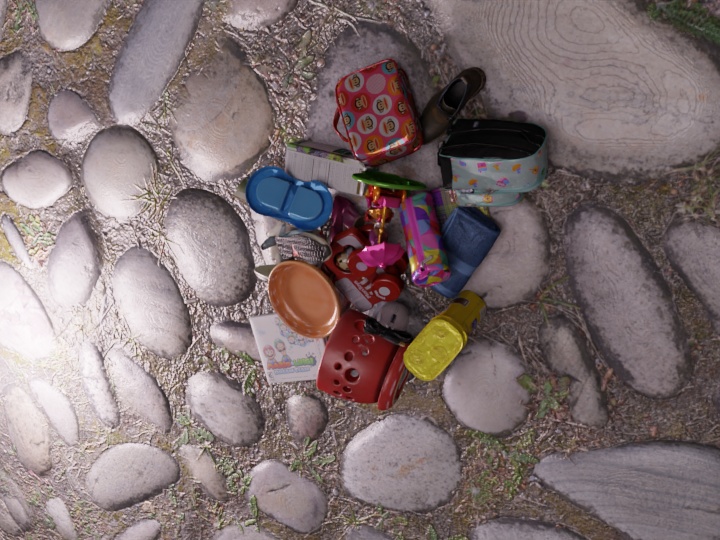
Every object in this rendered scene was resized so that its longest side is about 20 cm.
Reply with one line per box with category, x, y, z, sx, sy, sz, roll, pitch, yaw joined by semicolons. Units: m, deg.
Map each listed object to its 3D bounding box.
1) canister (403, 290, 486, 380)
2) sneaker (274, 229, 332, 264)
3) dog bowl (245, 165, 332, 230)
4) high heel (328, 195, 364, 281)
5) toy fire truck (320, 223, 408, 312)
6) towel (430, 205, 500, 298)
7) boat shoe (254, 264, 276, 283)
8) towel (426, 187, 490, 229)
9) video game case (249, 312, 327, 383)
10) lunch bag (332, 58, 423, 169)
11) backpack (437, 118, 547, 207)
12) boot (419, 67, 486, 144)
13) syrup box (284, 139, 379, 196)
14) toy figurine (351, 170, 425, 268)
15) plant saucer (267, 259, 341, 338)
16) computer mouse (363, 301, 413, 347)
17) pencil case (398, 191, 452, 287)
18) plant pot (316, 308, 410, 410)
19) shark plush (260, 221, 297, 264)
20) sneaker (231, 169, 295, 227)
canister;0.186;0.134;1.640;0.086;0.200;0.149;41;119;7
sneaker;-0.106;-0.065;1.689;0.199;0.093;0.071;6;120;56
dog bowl;-0.154;-0.155;1.688;0.199;0.050;0.112;20;86;7
high heel;-0.054;-0.072;1.774;0.096;0.067;0.201;46;135;34
toy fire truck;0.000;0.000;1.708;0.168;0.112;0.200;-27;120;33
towel;0.205;-0.039;1.636;0.111;0.049;0.200;37;119;9
boat shoe;-0.167;0.036;1.848;0.198;0.075;0.066;10;119;16
towel;0.187;-0.110;1.661;0.199;0.023;0.144;-11;103;29
video game case;-0.172;0.191;1.930;0.199;0.024;0.183;-9;103;28
lunch bag;0.027;-0.320;1.594;0.175;0.082;0.201;-18;78;18
backpack;0.268;-0.213;1.503;0.199;0.176;0.154;-2;123;25
boot;0.164;-0.330;1.554;0.075;0.097;0.200;45;119;6
syrup box;-0.063;-0.230;1.706;0.199;0.079;0.082;15;113;20
toy figurine;0.040;-0.100;1.571;0.149;0.200;0.185;5;104;-13
plant saucer;-0.124;0.062;1.761;0.199;0.037;0.201;16;124;26
computer mouse;0.070;0.105;1.689;0.109;0.200;0.044;20;108;1
pencil case;0.131;-0.065;1.594;0.088;0.088;0.201;-27;61;30
plant pot;0.017;0.212;1.749;0.182;0.200;0.201;23;115;14
shark plush;-0.154;-0.100;1.824;0.083;0.091;0.200;40;100;-14
sneaker;-0.207;-0.175;1.778;0.200;0.067;0.090;25;81;32
